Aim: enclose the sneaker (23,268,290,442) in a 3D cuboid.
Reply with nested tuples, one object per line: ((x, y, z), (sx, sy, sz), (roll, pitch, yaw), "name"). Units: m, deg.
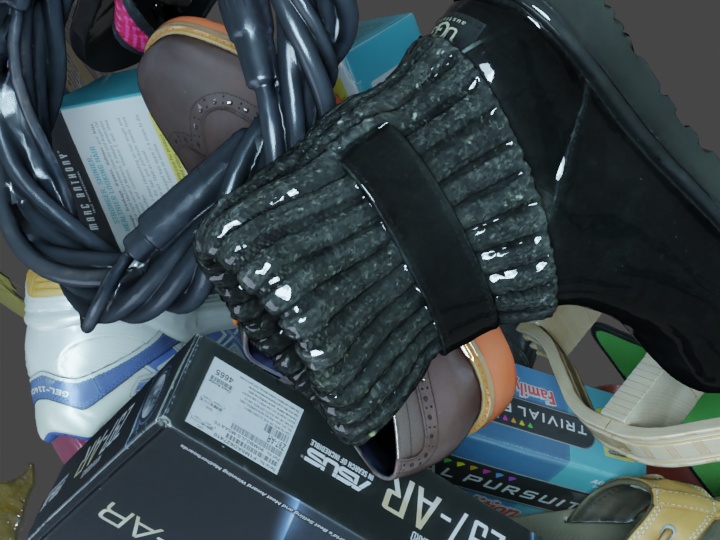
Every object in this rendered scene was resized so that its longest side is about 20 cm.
((-0.089, 0.050, 0.807), (0.075, 0.088, 0.200), (-4, 170, 36), "sneaker")

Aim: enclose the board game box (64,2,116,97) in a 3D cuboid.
((-0.153, -0.090, 0.884), (0.136, 0.035, 0.200), (62, -178, -25), "board game box")

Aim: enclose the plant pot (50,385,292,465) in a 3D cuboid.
((-0.112, 0.059, 1.160), (0.200, 0.200, 0.179), (42, 151, -3), "plant pot")

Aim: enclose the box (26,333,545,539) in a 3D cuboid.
((-0.022, 0.121, 0.698), (0.200, 0.044, 0.160), (33, 143, -13), "box")

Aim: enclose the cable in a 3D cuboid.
((-0.075, -0.068, 0.610), (0.163, 0.201, 0.051), (22, -158, 27), "cable")

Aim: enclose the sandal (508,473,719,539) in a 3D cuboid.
((0.116, 0.120, 0.736), (0.199, 0.080, 0.054), (-6, 125, 18), "sandal")

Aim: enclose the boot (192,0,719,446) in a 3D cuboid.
((0.052, 0.009, 0.580), (0.211, 0.158, 0.079), (48, 164, -25), "boot")

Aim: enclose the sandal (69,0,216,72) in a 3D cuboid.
((-0.086, -0.127, 0.719), (0.045, 0.075, 0.200), (39, 164, 3), "sandal")

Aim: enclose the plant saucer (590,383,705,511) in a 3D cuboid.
((0.097, 0.148, 0.931), (0.200, 0.037, 0.200), (-12, 134, 31), "plant saucer")

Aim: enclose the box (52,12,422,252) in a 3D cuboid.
((-0.052, -0.051, 0.721), (0.200, 0.049, 0.082), (-3, 114, 43), "box")

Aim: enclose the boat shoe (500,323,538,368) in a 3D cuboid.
((0.000, 0.000, 0.801), (0.200, 0.072, 0.071), (25, -150, -4), "boat shoe")

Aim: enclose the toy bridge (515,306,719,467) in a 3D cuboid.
((0.127, 0.047, 0.688), (0.027, 0.067, 0.200), (48, 165, -28), "toy bridge")

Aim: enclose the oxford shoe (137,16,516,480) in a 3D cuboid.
((-0.025, -0.011, 0.632), (0.200, 0.072, 0.071), (49, 138, 6), "oxford shoe")

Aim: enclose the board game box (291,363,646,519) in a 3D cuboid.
((0.020, 0.107, 0.818), (0.151, 0.047, 0.200), (18, 143, -20), "board game box")

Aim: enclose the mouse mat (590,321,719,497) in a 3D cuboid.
((0.203, 0.096, 0.763), (0.200, 0.008, 0.161), (21, 156, 53), "mouse mat")
